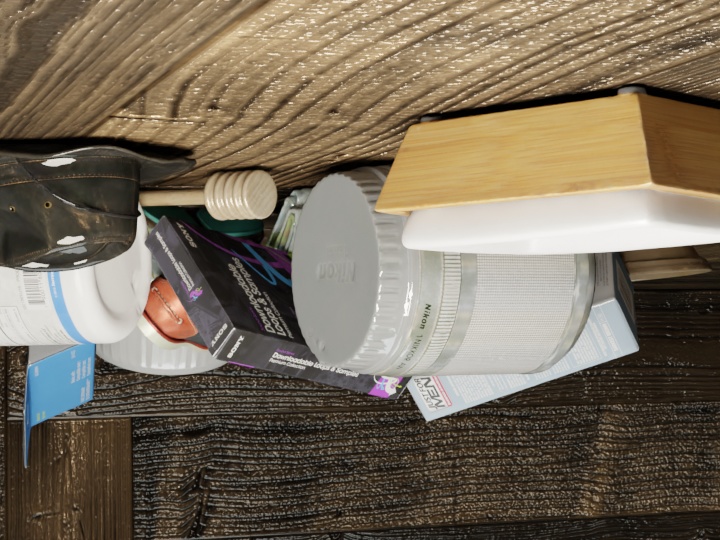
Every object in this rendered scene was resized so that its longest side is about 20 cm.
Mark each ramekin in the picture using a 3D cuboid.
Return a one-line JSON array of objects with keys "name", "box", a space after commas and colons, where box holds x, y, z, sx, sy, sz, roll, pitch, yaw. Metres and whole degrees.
[{"name": "ramekin", "box": [-0.201, 0.033, 1.756, 0.201, 0.095, 0.203, 5, -158, -2]}]

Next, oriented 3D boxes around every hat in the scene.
[{"name": "hat", "box": [-0.213, -0.040, 1.180, 0.199, 0.082, 0.201, -1, 178, 0]}]

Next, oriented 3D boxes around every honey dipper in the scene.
[{"name": "honey dipper", "box": [-0.150, -0.056, 1.344, 0.199, 0.038, 0.038, -2, 177, 40]}]

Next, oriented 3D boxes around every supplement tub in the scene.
[{"name": "supplement tub", "box": [-0.277, -0.006, 1.330, 0.199, 0.133, 0.132, -1, 177, 18]}]

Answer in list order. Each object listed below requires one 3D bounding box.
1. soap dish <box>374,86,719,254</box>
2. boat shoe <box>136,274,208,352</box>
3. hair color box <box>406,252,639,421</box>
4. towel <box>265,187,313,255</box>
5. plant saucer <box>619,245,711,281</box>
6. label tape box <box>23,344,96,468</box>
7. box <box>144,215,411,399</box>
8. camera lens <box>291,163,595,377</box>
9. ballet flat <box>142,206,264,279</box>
[{"name": "soap dish", "box": [0.132, -0.055, 1.022, 0.199, 0.082, 0.157, -3, 176, 42]}, {"name": "boat shoe", "box": [-0.141, 0.026, 1.445, 0.063, 0.071, 0.200, -42, 174, 6]}, {"name": "hair color box", "box": [0.138, 0.051, 1.478, 0.199, 0.061, 0.099, -20, -152, 18]}, {"name": "towel", "box": [0.000, 0.000, 1.509, 0.199, 0.048, 0.172, 0, 139, -27]}, {"name": "plant saucer", "box": [0.231, -0.003, 1.605, 0.199, 0.030, 0.200, -4, 177, 0]}, {"name": "label tape box", "box": [-0.267, 0.058, 1.515, 0.063, 0.201, 0.144, 1, 154, -10]}, {"name": "box", "box": [-0.063, 0.031, 1.353, 0.199, 0.036, 0.143, 15, -151, -43]}, {"name": "camera lens", "box": [0.067, 0.000, 1.295, 0.199, 0.161, 0.160, 1, 176, -29]}, {"name": "ballet flat", "box": [-0.157, -0.025, 1.502, 0.069, 0.071, 0.200, 46, -160, 20]}]
